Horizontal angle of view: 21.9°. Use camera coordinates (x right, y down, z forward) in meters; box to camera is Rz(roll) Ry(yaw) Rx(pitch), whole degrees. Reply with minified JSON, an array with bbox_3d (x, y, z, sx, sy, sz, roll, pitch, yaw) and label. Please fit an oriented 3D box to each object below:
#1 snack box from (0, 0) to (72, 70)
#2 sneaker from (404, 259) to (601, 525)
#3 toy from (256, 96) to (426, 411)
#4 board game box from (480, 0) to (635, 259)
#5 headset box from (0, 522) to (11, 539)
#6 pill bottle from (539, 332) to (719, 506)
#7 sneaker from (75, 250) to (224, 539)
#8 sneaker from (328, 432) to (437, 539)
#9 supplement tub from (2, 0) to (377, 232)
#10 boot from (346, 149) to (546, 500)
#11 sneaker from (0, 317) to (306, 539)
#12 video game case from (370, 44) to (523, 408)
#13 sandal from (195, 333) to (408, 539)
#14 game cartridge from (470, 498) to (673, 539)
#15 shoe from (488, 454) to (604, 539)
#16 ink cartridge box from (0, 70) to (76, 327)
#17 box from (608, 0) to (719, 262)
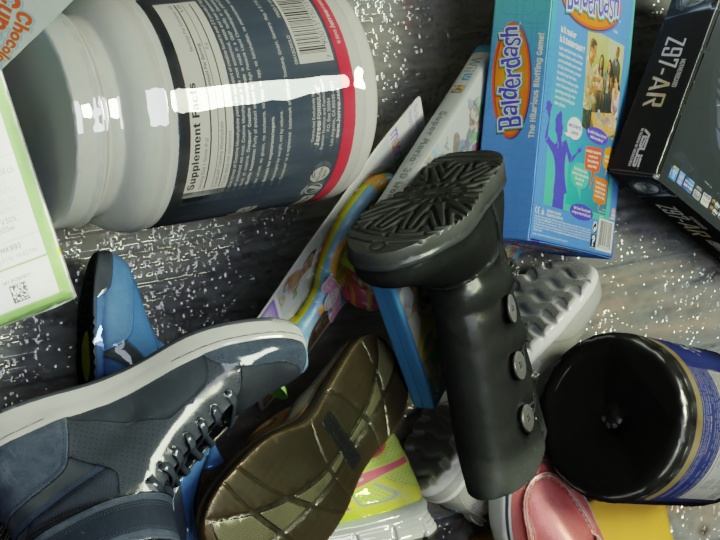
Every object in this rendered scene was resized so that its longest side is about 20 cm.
[{"bbox_3d":[-0.165,-0.193,1.023,0.037,0.116,0.200,40,31,-22],"label":"snack box"},{"bbox_3d":[0.104,0.082,1.280,0.200,0.075,0.082,-54,128,-10],"label":"sneaker"},{"bbox_3d":[0.000,0.000,1.186,0.047,0.115,0.200,33,72,18],"label":"toy"},{"bbox_3d":[0.134,-0.114,1.259,0.152,0.045,0.201,10,85,-61],"label":"board game box"},{"bbox_3d":[-0.275,0.126,1.047,0.200,0.077,0.149,34,74,-25],"label":"headset box"},{"bbox_3d":[0.213,0.106,1.280,0.200,0.111,0.112,12,84,-56],"label":"pill bottle"},{"bbox_3d":[-0.127,0.086,1.117,0.078,0.066,0.201,-4,76,-17],"label":"sneaker"},{"bbox_3d":[-0.050,0.146,1.188,0.199,0.078,0.091,-6,80,-32],"label":"sneaker"},{"bbox_3d":[-0.103,-0.099,1.101,0.199,0.140,0.141,-11,96,-32],"label":"supplement tub"},{"bbox_3d":[0.058,0.048,1.125,0.165,0.065,0.201,-38,126,-53],"label":"boot"},{"bbox_3d":[-0.098,0.119,1.022,0.202,0.077,0.147,-23,63,-16],"label":"sneaker"},{"bbox_3d":[0.062,-0.030,1.207,0.200,0.018,0.144,-58,140,-40],"label":"video game case"},{"bbox_3d":[-0.040,0.111,1.133,0.082,0.054,0.200,58,44,-23],"label":"sandal"},{"bbox_3d":[0.160,0.265,1.332,0.176,0.032,0.201,-15,96,-29],"label":"game cartridge"},{"bbox_3d":[0.157,0.212,1.245,0.071,0.091,0.201,-33,114,-22],"label":"shoe"},{"bbox_3d":[-0.233,-0.069,1.051,0.059,0.104,0.201,-23,102,-27],"label":"ink cartridge box"},{"bbox_3d":[0.273,-0.099,1.351,0.200,0.043,0.161,33,74,-43],"label":"box"}]
